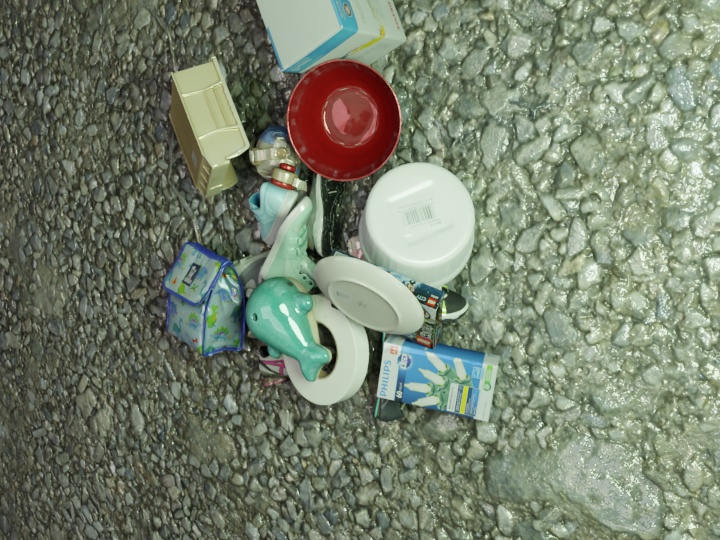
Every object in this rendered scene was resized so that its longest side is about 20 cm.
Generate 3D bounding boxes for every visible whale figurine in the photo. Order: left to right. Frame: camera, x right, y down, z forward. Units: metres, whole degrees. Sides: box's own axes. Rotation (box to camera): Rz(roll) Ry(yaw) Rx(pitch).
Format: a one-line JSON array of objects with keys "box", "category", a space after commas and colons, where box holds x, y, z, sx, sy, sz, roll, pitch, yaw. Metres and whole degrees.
[{"box": [-0.134, 0.105, 1.351, 0.201, 0.103, 0.160, 55, 126, 25], "category": "whale figurine"}]

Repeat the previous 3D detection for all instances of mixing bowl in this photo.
[{"box": [-0.024, -0.266, 1.326, 0.196, 0.109, 0.204, 1, 105, 5], "category": "mixing bowl"}]

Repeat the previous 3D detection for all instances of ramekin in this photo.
[{"box": [0.095, -0.077, 1.237, 0.196, 0.098, 0.204, 0, 72, 0], "category": "ramekin"}]

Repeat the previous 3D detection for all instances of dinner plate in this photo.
[{"box": [0.009, 0.049, 1.218, 0.197, 0.024, 0.201, 24, 150, 14], "category": "dinner plate"}]

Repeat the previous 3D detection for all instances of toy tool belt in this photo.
[{"box": [-0.141, -0.228, 1.401, 0.200, 0.123, 0.125, -131, 58, -69], "category": "toy tool belt"}]

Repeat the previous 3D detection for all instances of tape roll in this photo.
[{"box": [-0.067, 0.143, 1.387, 0.201, 0.037, 0.207, 4, 96, 43], "category": "tape roll"}]

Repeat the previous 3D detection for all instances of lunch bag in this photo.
[{"box": [-0.325, 0.055, 1.576, 0.169, 0.126, 0.204, 22, 110, 44], "category": "lunch bag"}]

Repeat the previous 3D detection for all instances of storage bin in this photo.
[{"box": [-0.299, -0.272, 1.481, 0.202, 0.092, 0.200, 68, 161, 5], "category": "storage bin"}]

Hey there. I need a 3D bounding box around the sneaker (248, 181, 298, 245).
[{"box": [-0.176, -0.118, 1.449, 0.081, 0.075, 0.200, 30, 152, -5], "category": "sneaker"}]

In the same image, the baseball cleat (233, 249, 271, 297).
[{"box": [-0.175, 0.003, 1.528, 0.198, 0.070, 0.108, -12, 105, 39], "category": "baseball cleat"}]

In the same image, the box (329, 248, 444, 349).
[{"box": [0.040, 0.049, 1.253, 0.197, 0.038, 0.137, 21, 151, 16], "category": "box"}]

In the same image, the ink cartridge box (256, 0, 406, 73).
[{"box": [-0.047, -0.431, 1.278, 0.145, 0.199, 0.149, -23, 85, 36], "category": "ink cartridge box"}]

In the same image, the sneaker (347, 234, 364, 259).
[{"box": [0.000, 0.000, 1.391, 0.105, 0.075, 0.200, 49, 113, 13], "category": "sneaker"}]

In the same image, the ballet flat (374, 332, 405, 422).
[{"box": [0.067, 0.180, 1.387, 0.072, 0.073, 0.204, 9, 97, 32], "category": "ballet flat"}]

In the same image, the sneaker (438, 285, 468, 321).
[{"box": [0.098, 0.021, 1.290, 0.197, 0.072, 0.084, 19, 121, 0], "category": "sneaker"}]

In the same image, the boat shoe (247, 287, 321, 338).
[{"box": [-0.155, 0.078, 1.526, 0.199, 0.072, 0.064, -31, 60, 31], "category": "boat shoe"}]

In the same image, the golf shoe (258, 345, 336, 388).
[{"box": [-0.133, 0.175, 1.512, 0.198, 0.072, 0.094, -19, 88, 34], "category": "golf shoe"}]

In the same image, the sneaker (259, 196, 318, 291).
[{"box": [-0.101, -0.038, 1.399, 0.117, 0.074, 0.202, 30, 126, 2], "category": "sneaker"}]

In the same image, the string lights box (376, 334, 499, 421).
[{"box": [0.134, 0.183, 1.304, 0.196, 0.059, 0.105, 10, 104, 12], "category": "string lights box"}]

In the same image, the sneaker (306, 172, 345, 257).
[{"box": [-0.079, -0.130, 1.428, 0.078, 0.073, 0.204, 16, 107, 36], "category": "sneaker"}]
